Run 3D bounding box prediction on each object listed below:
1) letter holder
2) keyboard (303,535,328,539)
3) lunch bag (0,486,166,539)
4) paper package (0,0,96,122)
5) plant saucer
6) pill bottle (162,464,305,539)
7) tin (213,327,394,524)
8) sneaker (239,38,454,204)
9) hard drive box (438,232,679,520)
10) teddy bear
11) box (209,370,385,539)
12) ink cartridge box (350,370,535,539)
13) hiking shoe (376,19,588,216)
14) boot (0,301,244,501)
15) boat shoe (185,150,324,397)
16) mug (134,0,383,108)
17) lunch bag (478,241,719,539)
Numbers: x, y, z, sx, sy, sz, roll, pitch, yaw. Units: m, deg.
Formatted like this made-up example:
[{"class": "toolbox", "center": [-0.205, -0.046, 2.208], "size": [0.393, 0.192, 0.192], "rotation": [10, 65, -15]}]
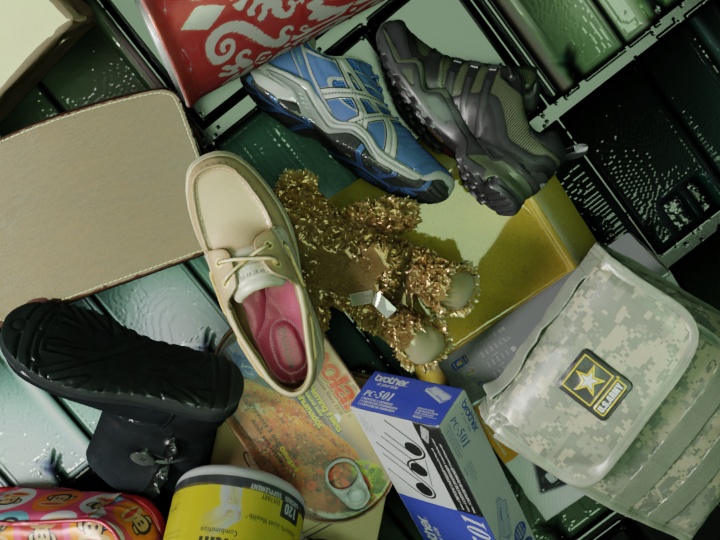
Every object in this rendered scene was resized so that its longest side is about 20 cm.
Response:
[{"class": "letter holder", "center": [-0.218, -0.060, 1.002], "size": [0.199, 0.101, 0.143], "rotation": [-20, 99, 1]}, {"class": "keyboard", "center": [-0.031, 0.282, 1.060], "size": [0.199, 0.040, 0.105], "rotation": [17, 68, -10]}, {"class": "lunch bag", "center": [-0.254, 0.279, 1.039], "size": [0.199, 0.082, 0.177], "rotation": [-1, 100, 24]}, {"class": "paper package", "center": [-0.347, -0.202, 0.966], "size": [0.200, 0.103, 0.191], "rotation": [44, 95, -10]}, {"class": "plant saucer", "center": [0.092, -0.019, 1.051], "size": [0.200, 0.048, 0.200], "rotation": [-34, 100, 4]}, {"class": "pill bottle", "center": [-0.112, 0.266, 0.973], "size": [0.111, 0.112, 0.201], "rotation": [12, 57, -5]}, {"class": "tin", "center": [-0.048, 0.124, 1.053], "size": [0.112, 0.042, 0.200], "rotation": [-32, 100, 6]}, {"class": "sneaker", "center": [-0.001, -0.128, 0.997], "size": [0.200, 0.076, 0.077], "rotation": [37, 80, 7]}, {"class": "hard drive box", "center": [0.193, 0.091, 1.039], "size": [0.200, 0.077, 0.156], "rotation": [-35, 120, 4]}, {"class": "teddy bear", "center": [0.000, 0.000, 0.997], "size": [0.199, 0.067, 0.146], "rotation": [13, 104, 6]}, {"class": "box", "center": [-0.053, 0.181, 1.093], "size": [0.163, 0.021, 0.201], "rotation": [12, 99, -6]}, {"class": "ink cartridge box", "center": [0.073, 0.174, 1.025], "size": [0.044, 0.094, 0.200], "rotation": [-51, 131, -31]}, {"class": "hiking shoe", "center": [0.094, -0.139, 0.997], "size": [0.101, 0.076, 0.200], "rotation": [-35, 71, -7]}, {"class": "boot", "center": [-0.207, 0.117, 1.004], "size": [0.199, 0.077, 0.168], "rotation": [17, 137, -14]}, {"class": "boat shoe", "center": [-0.077, 0.005, 0.934], "size": [0.073, 0.069, 0.201], "rotation": [-24, 104, 2]}, {"class": "mug", "center": [-0.075, -0.236, 0.939], "size": [0.199, 0.178, 0.134], "rotation": [-25, 71, -7]}, {"class": "lunch bag", "center": [0.209, 0.090, 0.933], "size": [0.199, 0.118, 0.164], "rotation": [27, 107, -22]}]
